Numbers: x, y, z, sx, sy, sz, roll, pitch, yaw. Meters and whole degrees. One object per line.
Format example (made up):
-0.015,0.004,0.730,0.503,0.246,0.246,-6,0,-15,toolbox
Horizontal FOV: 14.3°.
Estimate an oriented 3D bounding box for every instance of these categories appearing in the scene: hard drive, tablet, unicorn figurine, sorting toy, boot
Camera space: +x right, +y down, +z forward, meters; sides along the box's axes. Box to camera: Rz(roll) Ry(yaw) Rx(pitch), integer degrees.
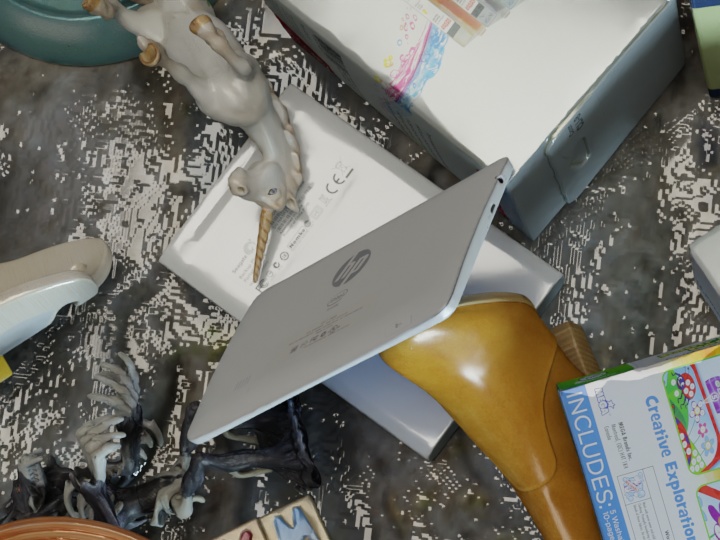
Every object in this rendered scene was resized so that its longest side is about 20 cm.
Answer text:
0.000,0.000,1.667,0.200,0.026,0.132,36,86,14,hard drive
-0.007,0.016,1.533,0.200,0.130,0.014,-28,115,37,tablet
-0.091,-0.114,1.641,0.074,0.137,0.200,-29,59,13,unicorn figurine
-0.229,0.029,1.630,0.180,0.200,0.107,-23,98,6,sorting toy
0.091,0.093,1.547,0.071,0.201,0.144,-28,68,29,boot

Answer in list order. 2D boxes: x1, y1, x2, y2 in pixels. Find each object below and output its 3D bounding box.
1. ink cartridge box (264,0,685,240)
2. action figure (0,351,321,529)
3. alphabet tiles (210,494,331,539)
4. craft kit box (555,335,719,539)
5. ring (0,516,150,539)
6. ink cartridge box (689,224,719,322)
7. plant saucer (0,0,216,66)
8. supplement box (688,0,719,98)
0.064,-0.142,1.624,0.200,0.145,0.145,41,88,14,ink cartridge box
-0.129,0.106,1.624,0.200,0.119,0.102,-16,118,1,action figure
-0.085,0.245,1.641,0.200,0.008,0.167,-25,76,3,alphabet tiles
0.225,0.127,1.515,0.197,0.049,0.200,-16,92,4,craft kit box
-0.157,0.224,1.597,0.200,0.019,0.200,4,115,8,ring
0.301,0.000,1.586,0.200,0.083,0.147,-33,75,2,ink cartridge box
-0.165,-0.224,1.742,0.200,0.027,0.200,-2,77,10,plant saucer
0.273,-0.197,1.571,0.200,0.200,0.134,-8,77,8,supplement box
